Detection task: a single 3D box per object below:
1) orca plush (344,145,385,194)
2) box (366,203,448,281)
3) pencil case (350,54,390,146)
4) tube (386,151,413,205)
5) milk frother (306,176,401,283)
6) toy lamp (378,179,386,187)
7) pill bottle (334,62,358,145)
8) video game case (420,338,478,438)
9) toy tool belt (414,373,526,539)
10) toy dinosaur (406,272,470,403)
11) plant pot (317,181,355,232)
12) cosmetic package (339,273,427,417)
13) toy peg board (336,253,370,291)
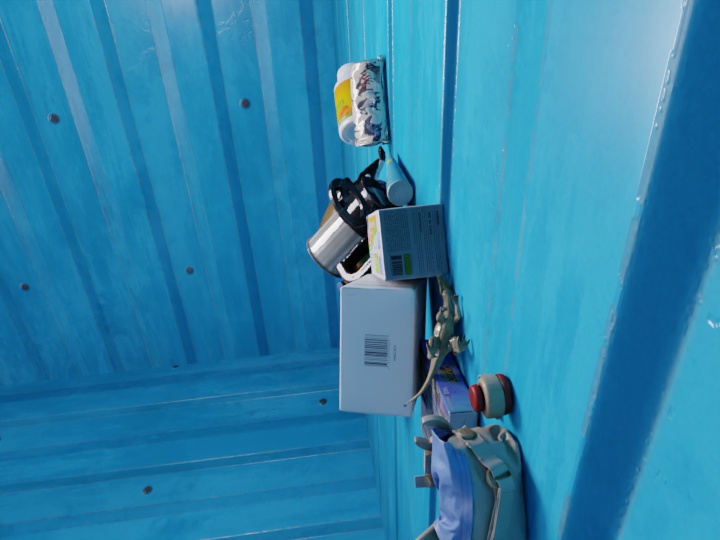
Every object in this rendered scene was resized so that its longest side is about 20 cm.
[{"bbox_3d":[-0.001,-0.207,1.348,0.201,0.071,0.105,-64,11,-11],"label":"orca plush"},{"bbox_3d":[0.072,-0.047,0.968,0.200,0.101,0.113,-157,62,-85],"label":"box"},{"bbox_3d":[0.024,-0.391,1.344,0.078,0.089,0.202,-30,-62,-63],"label":"pencil case"},{"bbox_3d":[0.073,-0.187,1.189,0.200,0.050,0.078,-94,-1,-67],"label":"tube"},{"bbox_3d":[-0.036,-0.085,1.147,0.188,0.199,0.181,-46,35,23],"label":"milk frother"},{"bbox_3d":[0.056,-0.176,1.348,0.200,0.058,0.059,-102,7,-73],"label":"toy lamp"},{"bbox_3d":[-0.011,-0.438,1.504,0.111,0.110,0.201,93,171,-64],"label":"pill bottle"},{"bbox_3d":[0.133,0.233,0.896,0.200,0.045,0.182,-105,10,-66],"label":"video game case"},{"bbox_3d":[0.112,0.221,0.644,0.125,0.122,0.202,-162,67,-85],"label":"toy tool belt"},{"bbox_3d":[0.118,0.105,0.836,0.101,0.058,0.201,91,-168,-85],"label":"toy dinosaur"},{"bbox_3d":[-0.038,-0.189,1.936,0.187,0.185,0.201,-101,21,-52],"label":"plant pot"},{"bbox_3d":[0.044,0.116,0.984,0.200,0.122,0.201,-20,-68,-75],"label":"cosmetic package"},{"bbox_3d":[0.000,0.000,1.349,0.200,0.097,0.200,27,126,44],"label":"toy peg board"}]
